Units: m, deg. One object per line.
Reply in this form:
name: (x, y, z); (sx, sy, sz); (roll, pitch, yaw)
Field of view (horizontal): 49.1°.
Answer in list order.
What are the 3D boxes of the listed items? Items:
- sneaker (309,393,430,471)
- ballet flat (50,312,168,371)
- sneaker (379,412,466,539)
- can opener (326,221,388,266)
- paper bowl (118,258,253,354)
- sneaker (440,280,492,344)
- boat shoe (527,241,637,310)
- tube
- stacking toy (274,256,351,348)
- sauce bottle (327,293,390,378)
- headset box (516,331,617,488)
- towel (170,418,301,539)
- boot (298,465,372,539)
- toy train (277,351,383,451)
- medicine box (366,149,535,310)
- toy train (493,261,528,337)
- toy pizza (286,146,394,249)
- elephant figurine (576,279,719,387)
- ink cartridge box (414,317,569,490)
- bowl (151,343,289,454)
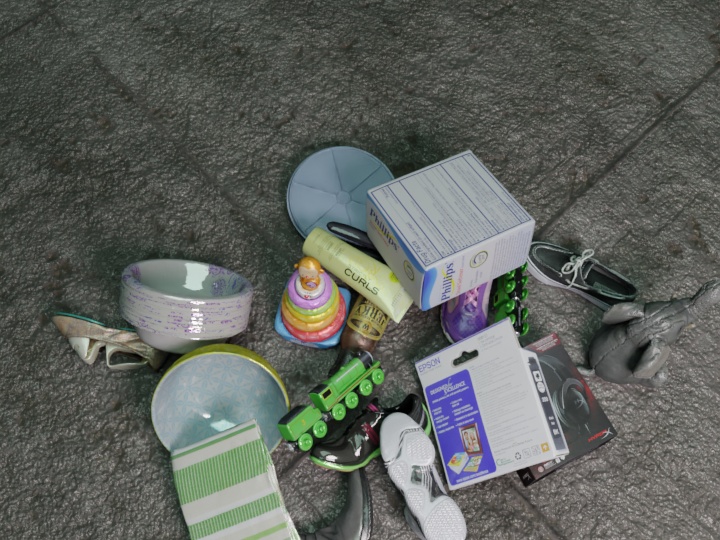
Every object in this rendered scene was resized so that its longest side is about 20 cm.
sneaker: (0.010, 0.235, 1.169); (0.198, 0.077, 0.085); (-17, 103, -26)
ballet flat: (-0.400, 0.116, 1.238); (0.197, 0.068, 0.068); (11, 68, 5)
sneaker: (0.081, 0.308, 1.132); (0.074, 0.115, 0.202); (-23, 71, -12)
can opener: (0.031, -0.031, 1.312); (0.197, 0.064, 0.079); (13, 24, -6)
paper bowl: (-0.270, 0.059, 1.211); (0.198, 0.201, 0.106); (13, 104, 5)
sneaker: (0.181, 0.024, 1.284); (0.079, 0.089, 0.202); (12, 66, 3)
boat shoe: (0.363, 0.003, 1.309); (0.198, 0.068, 0.074); (34, 68, 14)
tube: (0.000, 0.000, 1.251); (0.199, 0.052, 0.058); (33, 112, 16)
stacking toy: (-0.075, 0.033, 1.211); (0.115, 0.201, 0.111); (13, 65, 4)
sauce bottle: (0.008, 0.091, 1.262); (0.064, 0.065, 0.202); (21, 67, 8)
headset box: (0.271, 0.203, 1.210); (0.147, 0.077, 0.202); (-23, 69, -12)
towel: (-0.179, 0.329, 1.115); (0.151, 0.023, 0.202); (-22, 81, 6)
boot: (-0.047, 0.376, 1.129); (0.130, 0.070, 0.202); (-3, 60, 4)
toy train: (-0.041, 0.187, 1.154); (0.199, 0.042, 0.057); (-38, 106, -35)
medicine box: (0.135, -0.066, 1.225); (0.198, 0.104, 0.183); (-23, 54, -16)
toy train: (0.242, 0.034, 1.277); (0.041, 0.056, 0.202); (29, 44, -20)
toy pizza: (-0.030, -0.121, 1.373); (0.197, 0.032, 0.203); (2, 71, -4)
elephant figurine: (0.431, 0.092, 1.196); (0.140, 0.201, 0.156); (24, 67, 9)
ink cartridge box: (0.184, 0.196, 1.150); (0.043, 0.197, 0.202); (3, 65, -45)
bowl: (-0.203, 0.186, 1.176); (0.197, 0.203, 0.108); (-2, 22, -2)
